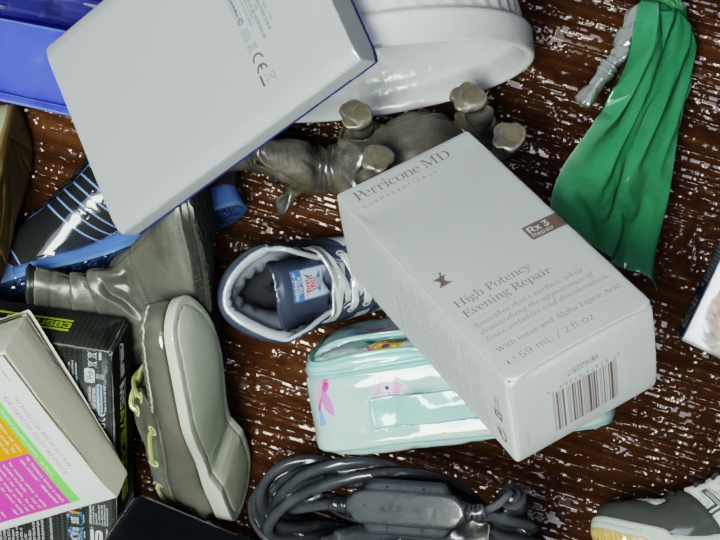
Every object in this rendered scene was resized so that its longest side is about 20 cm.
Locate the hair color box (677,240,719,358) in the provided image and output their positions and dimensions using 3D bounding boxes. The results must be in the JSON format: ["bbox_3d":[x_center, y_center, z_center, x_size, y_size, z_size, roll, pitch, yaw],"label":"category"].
[{"bbox_3d":[0.293,-0.026,1.132,0.100,0.061,0.201,25,97,5],"label":"hair color box"}]

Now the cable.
[{"bbox_3d":[0.023,0.160,1.135,0.199,0.163,0.051,-1,71,20],"label":"cable"}]

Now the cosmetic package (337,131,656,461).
[{"bbox_3d":[0.076,0.009,1.023,0.101,0.074,0.200,-27,45,-16],"label":"cosmetic package"}]

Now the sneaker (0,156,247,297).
[{"bbox_3d":[-0.176,-0.043,1.191,0.199,0.070,0.078,-20,77,8],"label":"sneaker"}]

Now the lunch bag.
[{"bbox_3d":[0.068,0.065,1.115,0.199,0.160,0.078,-8,93,8],"label":"lunch bag"}]

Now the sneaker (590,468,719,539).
[{"bbox_3d":[0.251,0.152,1.152,0.198,0.076,0.088,0,77,5],"label":"sneaker"}]

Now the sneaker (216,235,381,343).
[{"bbox_3d":[0.000,0.000,1.145,0.199,0.108,0.071,-14,92,8],"label":"sneaker"}]

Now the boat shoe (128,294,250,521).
[{"bbox_3d":[-0.120,0.093,1.144,0.060,0.072,0.202,6,138,15],"label":"boat shoe"}]

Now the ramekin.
[{"bbox_3d":[0.004,-0.167,1.096,0.199,0.200,0.106,-9,84,7],"label":"ramekin"}]

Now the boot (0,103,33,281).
[{"bbox_3d":[-0.311,-0.036,1.151,0.154,0.201,0.073,-4,131,9],"label":"boot"}]

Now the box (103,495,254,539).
[{"bbox_3d":[-0.100,0.288,1.145,0.199,0.124,0.198,21,116,5],"label":"box"}]

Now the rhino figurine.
[{"bbox_3d":[0.008,-0.074,1.148,0.199,0.088,0.060,-7,73,2],"label":"rhino figurine"}]

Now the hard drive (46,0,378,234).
[{"bbox_3d":[-0.092,-0.127,1.024,0.200,0.025,0.133,-33,73,30],"label":"hard drive"}]

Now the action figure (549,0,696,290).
[{"bbox_3d":[0.177,-0.102,1.131,0.054,0.118,0.201,6,72,44],"label":"action figure"}]

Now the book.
[{"bbox_3d":[-0.268,0.116,1.128,0.199,0.048,0.134,-17,119,23],"label":"book"}]

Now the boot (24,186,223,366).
[{"bbox_3d":[-0.158,0.006,1.134,0.130,0.068,0.201,-1,138,-2],"label":"boot"}]

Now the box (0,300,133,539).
[{"bbox_3d":[-0.251,0.111,1.175,0.192,0.048,0.201,8,123,9],"label":"box"}]

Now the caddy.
[{"bbox_3d":[-0.182,-0.171,1.157,0.199,0.105,0.142,14,99,24],"label":"caddy"}]
